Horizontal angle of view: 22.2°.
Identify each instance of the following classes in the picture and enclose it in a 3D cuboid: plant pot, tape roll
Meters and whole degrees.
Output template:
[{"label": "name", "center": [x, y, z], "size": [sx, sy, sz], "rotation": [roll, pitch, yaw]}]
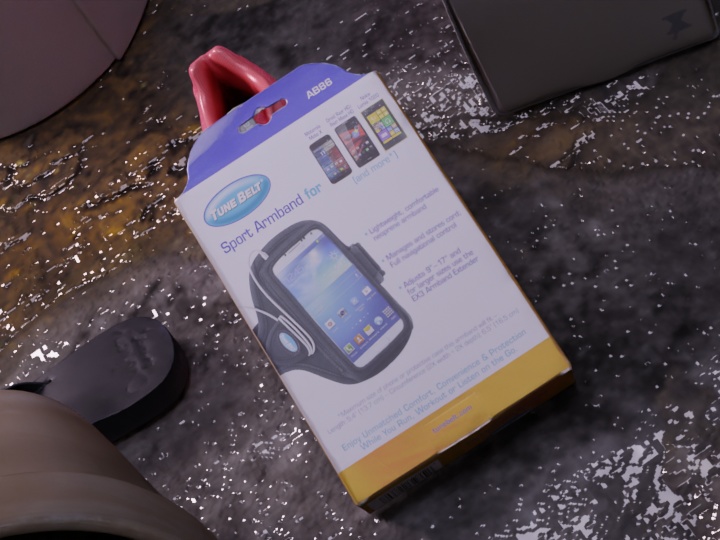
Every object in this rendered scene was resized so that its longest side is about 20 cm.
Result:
[{"label": "plant pot", "center": [-0.155, 0.146, 0.813], "size": [0.200, 0.200, 0.174], "rotation": [-33, 32, 0]}, {"label": "tape roll", "center": [-0.248, -0.198, 1.134], "size": [0.202, 0.139, 0.203], "rotation": [-14, 50, 17]}]

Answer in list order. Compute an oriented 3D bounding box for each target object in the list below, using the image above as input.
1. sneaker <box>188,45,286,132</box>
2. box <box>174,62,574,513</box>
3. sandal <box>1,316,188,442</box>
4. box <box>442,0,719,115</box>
[{"label": "sneaker", "center": [-0.044, -0.042, 0.949], "size": [0.074, 0.087, 0.200], "rotation": [-34, 48, 0]}, {"label": "box", "center": [0.000, 0.000, 0.877], "size": [0.119, 0.041, 0.200], "rotation": [-32, 71, 1]}, {"label": "sandal", "center": [-0.183, 0.088, 0.949], "size": [0.200, 0.043, 0.076], "rotation": [-39, 48, -5]}, {"label": "box", "center": [0.099, -0.205, 0.986], "size": [0.127, 0.109, 0.201], "rotation": [-19, 49, 11]}]
